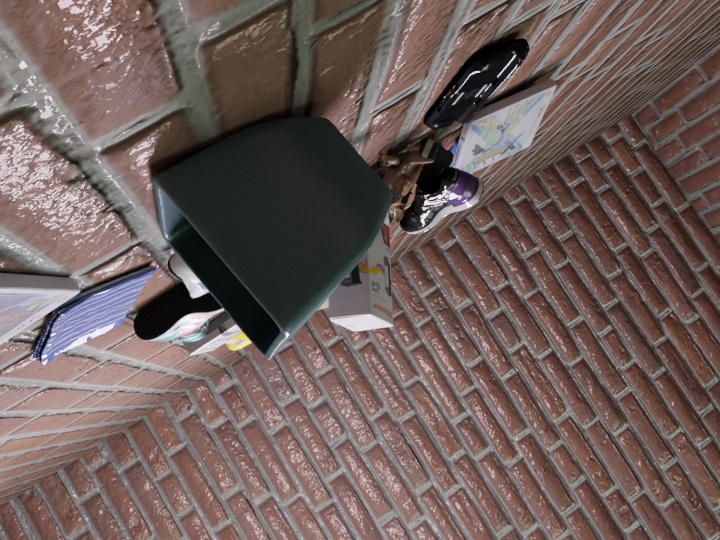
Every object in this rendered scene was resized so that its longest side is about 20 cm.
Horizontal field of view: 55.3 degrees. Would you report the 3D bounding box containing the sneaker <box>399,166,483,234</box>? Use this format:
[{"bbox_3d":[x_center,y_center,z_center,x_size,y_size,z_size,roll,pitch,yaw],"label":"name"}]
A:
[{"bbox_3d":[0.123,-0.135,1.247,0.087,0.076,0.200,25,147,-29],"label":"sneaker"}]

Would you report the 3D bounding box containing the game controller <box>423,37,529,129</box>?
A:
[{"bbox_3d":[0.166,-0.270,1.011,0.104,0.042,0.200,-15,167,-22],"label":"game controller"}]

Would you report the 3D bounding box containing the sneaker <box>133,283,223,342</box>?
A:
[{"bbox_3d":[-0.272,0.064,1.171,0.199,0.084,0.121,-25,170,4],"label":"sneaker"}]

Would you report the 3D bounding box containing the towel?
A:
[{"bbox_3d":[-0.369,0.064,0.951,0.145,0.024,0.200,-29,174,-40],"label":"towel"}]

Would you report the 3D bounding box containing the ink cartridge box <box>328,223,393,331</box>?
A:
[{"bbox_3d":[0.000,0.000,1.267,0.085,0.201,0.148,-9,165,18],"label":"ink cartridge box"}]

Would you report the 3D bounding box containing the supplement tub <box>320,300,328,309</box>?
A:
[{"bbox_3d":[-0.111,0.010,1.290,0.145,0.145,0.200,-34,174,18],"label":"supplement tub"}]

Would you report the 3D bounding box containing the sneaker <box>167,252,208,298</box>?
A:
[{"bbox_3d":[-0.188,-0.012,0.966,0.115,0.081,0.199,-25,160,38],"label":"sneaker"}]

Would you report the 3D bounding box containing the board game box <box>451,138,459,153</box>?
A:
[{"bbox_3d":[0.264,-0.272,1.467,0.152,0.045,0.200,-33,175,-1],"label":"board game box"}]

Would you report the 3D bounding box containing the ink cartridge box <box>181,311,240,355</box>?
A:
[{"bbox_3d":[-0.265,0.085,1.406,0.199,0.084,0.146,-32,174,4],"label":"ink cartridge box"}]

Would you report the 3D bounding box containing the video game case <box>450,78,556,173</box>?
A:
[{"bbox_3d":[0.271,-0.268,1.329,0.199,0.022,0.183,-26,156,-17],"label":"video game case"}]

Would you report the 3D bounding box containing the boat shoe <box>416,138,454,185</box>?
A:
[{"bbox_3d":[0.140,-0.194,1.289,0.200,0.062,0.075,88,27,-81],"label":"boat shoe"}]

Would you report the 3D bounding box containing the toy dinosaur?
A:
[{"bbox_3d":[0.068,-0.158,1.179,0.135,0.086,0.200,-29,168,-44],"label":"toy dinosaur"}]

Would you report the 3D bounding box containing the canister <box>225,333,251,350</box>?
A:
[{"bbox_3d":[-0.280,0.122,1.659,0.148,0.087,0.200,-32,173,-8],"label":"canister"}]

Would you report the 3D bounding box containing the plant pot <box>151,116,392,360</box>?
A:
[{"bbox_3d":[-0.081,-0.052,0.750,0.200,0.197,0.196,-41,178,-19],"label":"plant pot"}]

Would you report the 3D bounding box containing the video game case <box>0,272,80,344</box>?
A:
[{"bbox_3d":[-0.408,0.061,0.695,0.182,0.023,0.200,-33,174,3],"label":"video game case"}]
